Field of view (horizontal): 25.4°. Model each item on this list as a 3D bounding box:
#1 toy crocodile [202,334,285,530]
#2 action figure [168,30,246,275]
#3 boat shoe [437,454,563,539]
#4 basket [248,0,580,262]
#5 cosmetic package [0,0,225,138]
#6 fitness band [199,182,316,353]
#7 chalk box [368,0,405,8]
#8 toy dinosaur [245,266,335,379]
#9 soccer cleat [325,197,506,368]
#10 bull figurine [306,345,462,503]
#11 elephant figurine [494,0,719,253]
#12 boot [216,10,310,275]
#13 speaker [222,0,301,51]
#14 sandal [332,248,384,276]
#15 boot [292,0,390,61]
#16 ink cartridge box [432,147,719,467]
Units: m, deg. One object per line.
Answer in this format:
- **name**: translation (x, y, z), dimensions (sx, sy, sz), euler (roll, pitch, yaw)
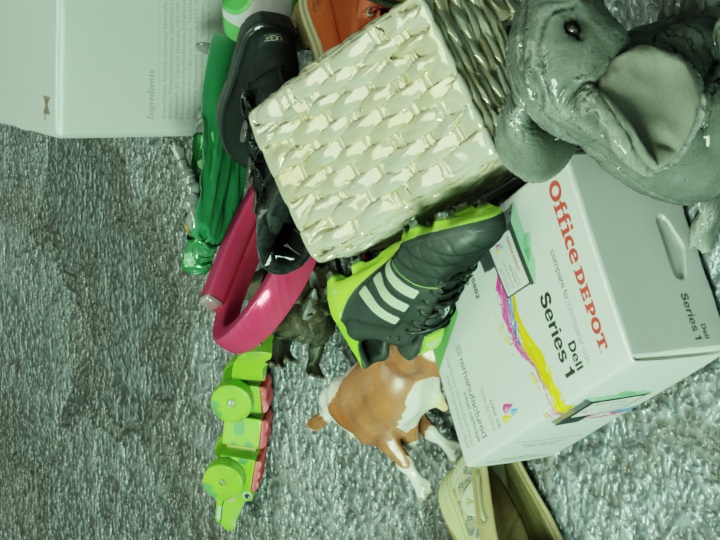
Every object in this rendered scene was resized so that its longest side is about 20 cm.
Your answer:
- **toy crocodile**: translation (-0.107, 0.149, 1.478), dimensions (0.068, 0.061, 0.203), euler (-70, -11, -68)
- **action figure**: translation (-0.132, -0.095, 1.403), dimensions (0.054, 0.118, 0.203), euler (3, 80, 18)
- **boat shoe**: translation (0.114, 0.203, 1.121), dimensions (0.201, 0.073, 0.063), euler (59, 136, 39)
- **basket**: translation (0.037, -0.101, 1.101), dimensions (0.199, 0.123, 0.137), euler (-30, 85, 41)
- **cosmetic package**: translation (-0.222, -0.214, 1.483), dimensions (0.167, 0.198, 0.169), euler (17, 108, 54)
- **fitness band**: translation (-0.074, -0.026, 1.337), dimensions (0.143, 0.037, 0.202), euler (-25, 40, 55)
- **chalk box**: translation (0.028, -0.268, 1.135), dimensions (0.199, 0.124, 0.126), euler (-14, 67, 56)
- **toy dinosaur**: translation (-0.057, 0.030, 1.388), dimensions (0.200, 0.076, 0.103), euler (34, 104, 64)
- **soccer cleat**: translation (0.044, 0.011, 1.075), dimensions (0.200, 0.067, 0.082), euler (-32, 81, 57)
- **bull figurine**: translation (0.034, 0.098, 1.213), dimensions (0.121, 0.065, 0.201), euler (42, 141, 11)
- **elephant figurine**: translation (0.137, -0.109, 0.931), dimensions (0.142, 0.198, 0.156), euler (-57, 48, 42)
- **boot**: translation (-0.068, -0.079, 1.271), dimensions (0.166, 0.065, 0.202), euler (97, 162, -50)
- **speaker**: translation (-0.062, -0.289, 1.331), dimensions (0.088, 0.088, 0.202), euler (42, 128, 47)
- **sandal**: translation (0.000, 0.000, 1.248), dimensions (0.075, 0.045, 0.202), euler (11, 127, 61)
- **boot**: translation (0.012, -0.175, 1.243), dimensions (0.107, 0.074, 0.202), euler (-52, 50, 40)
- **ink cartridge box**: translation (0.132, 0.027, 1.061), dimensions (0.200, 0.083, 0.147), euler (-42, 58, 52)
